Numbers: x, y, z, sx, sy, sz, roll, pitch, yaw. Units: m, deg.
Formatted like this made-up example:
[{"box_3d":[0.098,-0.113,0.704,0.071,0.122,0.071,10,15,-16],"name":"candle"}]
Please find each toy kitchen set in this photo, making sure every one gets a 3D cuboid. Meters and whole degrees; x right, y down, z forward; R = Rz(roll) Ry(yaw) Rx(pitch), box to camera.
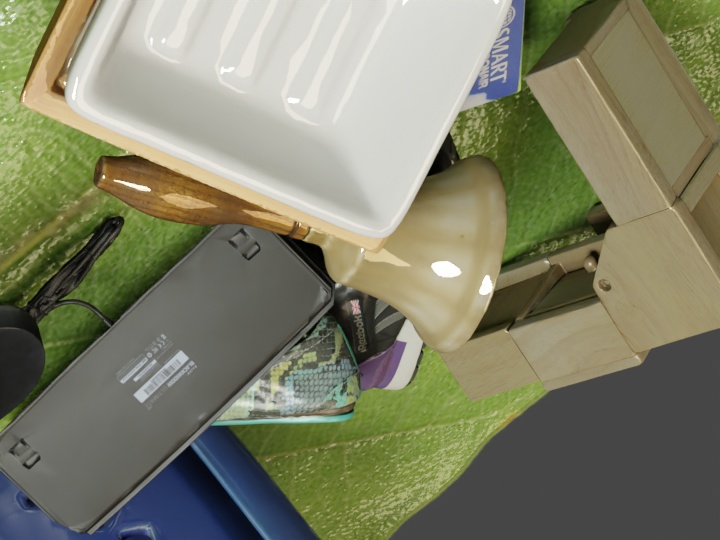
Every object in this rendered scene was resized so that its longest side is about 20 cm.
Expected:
[{"box_3d":[0.127,-0.058,1.386,0.200,0.181,0.163,-20,-159,41],"name":"toy kitchen set"}]

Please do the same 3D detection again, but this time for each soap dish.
[{"box_3d":[-0.042,-0.115,1.104,0.200,0.081,0.158,22,99,-30],"name":"soap dish"}]

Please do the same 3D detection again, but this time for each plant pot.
[{"box_3d":[-0.115,0.207,1.387,0.179,0.200,0.200,-27,144,-21],"name":"plant pot"}]

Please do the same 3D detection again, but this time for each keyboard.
[{"box_3d":[-0.123,0.037,1.274,0.200,0.021,0.127,-43,103,6],"name":"keyboard"}]

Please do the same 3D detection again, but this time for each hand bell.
[{"box_3d":[-0.037,-0.027,1.205,0.199,0.104,0.104,11,127,-22],"name":"hand bell"}]

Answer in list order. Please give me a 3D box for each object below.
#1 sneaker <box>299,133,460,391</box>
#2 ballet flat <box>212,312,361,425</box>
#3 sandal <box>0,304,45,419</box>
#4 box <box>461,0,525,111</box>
[{"box_3d":[0.000,0.000,1.339,0.087,0.076,0.200,-7,137,-23],"name":"sneaker"},{"box_3d":[-0.100,0.057,1.322,0.199,0.074,0.074,-7,141,0],"name":"ballet flat"},{"box_3d":[-0.225,0.090,1.117,0.200,0.043,0.076,-37,145,2],"name":"sandal"},{"box_3d":[0.008,-0.122,1.225,0.199,0.048,0.122,-21,142,-17],"name":"box"}]
